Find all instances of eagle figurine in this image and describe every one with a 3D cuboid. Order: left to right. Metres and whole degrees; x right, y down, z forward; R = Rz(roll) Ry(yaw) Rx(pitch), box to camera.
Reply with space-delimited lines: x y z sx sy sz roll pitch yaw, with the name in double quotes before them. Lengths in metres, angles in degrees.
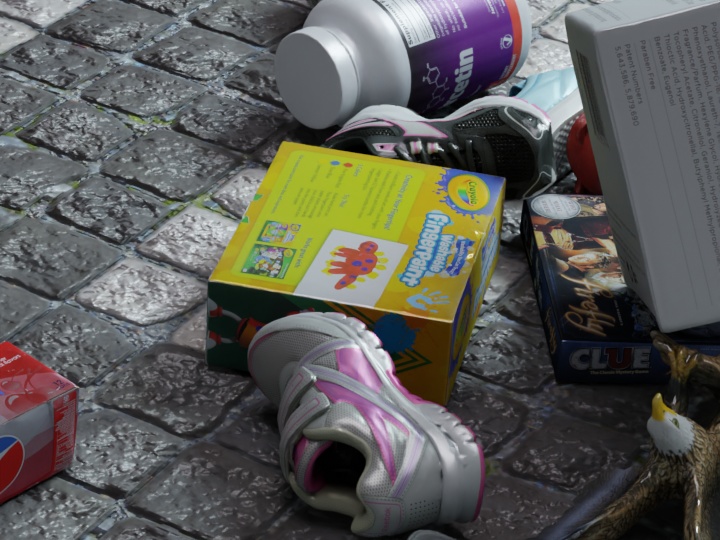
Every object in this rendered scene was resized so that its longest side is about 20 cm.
"eagle figurine" 0.188 0.133 1.570 0.152 0.151 0.200 -18 42 51

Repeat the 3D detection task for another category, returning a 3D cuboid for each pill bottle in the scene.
"pill bottle" 0.032 -0.174 2.033 0.200 0.112 0.112 -24 42 -38

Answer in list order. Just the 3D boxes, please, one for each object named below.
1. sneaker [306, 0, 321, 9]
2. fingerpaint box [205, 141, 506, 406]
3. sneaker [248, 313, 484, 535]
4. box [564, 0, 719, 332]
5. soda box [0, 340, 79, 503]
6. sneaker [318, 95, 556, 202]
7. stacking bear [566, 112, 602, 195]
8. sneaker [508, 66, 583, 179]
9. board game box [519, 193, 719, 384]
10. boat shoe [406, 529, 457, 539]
"sneaker" -0.010 -0.230 2.161 0.088 0.081 0.200 6 24 9
"fingerpaint box" 0.000 0.000 1.780 0.167 0.073 0.200 9 32 8
"sneaker" -0.015 0.094 1.602 0.088 0.081 0.200 -16 36 -34
"box" 0.223 -0.082 1.683 0.131 0.200 0.199 -14 9 2
"soda box" -0.264 0.116 1.561 0.070 0.063 0.200 29 38 32
"sneaker" 0.049 -0.074 1.883 0.200 0.080 0.086 -3 19 41
"stacking bear" 0.246 -0.112 1.972 0.200 0.121 0.114 -23 48 -25
"sneaker" 0.162 -0.137 2.029 0.082 0.074 0.200 26 36 26
"board game box" 0.191 0.011 1.827 0.135 0.035 0.200 1 31 -6
"boat shoe" 0.087 0.201 1.476 0.074 0.063 0.201 -17 36 -27
